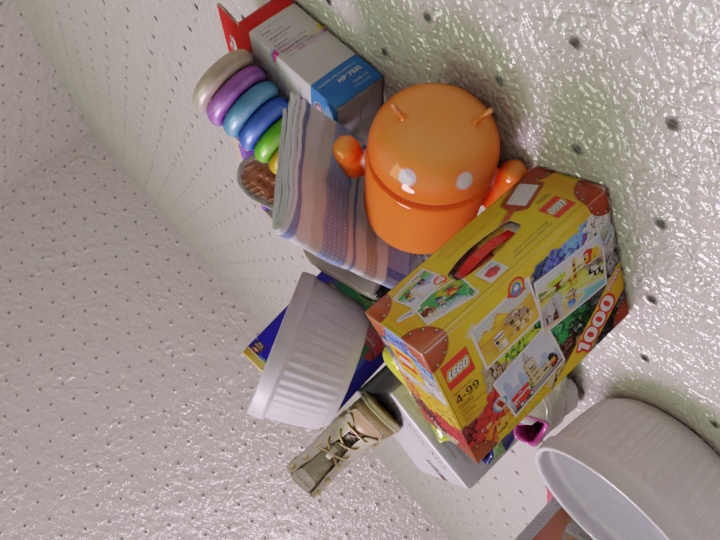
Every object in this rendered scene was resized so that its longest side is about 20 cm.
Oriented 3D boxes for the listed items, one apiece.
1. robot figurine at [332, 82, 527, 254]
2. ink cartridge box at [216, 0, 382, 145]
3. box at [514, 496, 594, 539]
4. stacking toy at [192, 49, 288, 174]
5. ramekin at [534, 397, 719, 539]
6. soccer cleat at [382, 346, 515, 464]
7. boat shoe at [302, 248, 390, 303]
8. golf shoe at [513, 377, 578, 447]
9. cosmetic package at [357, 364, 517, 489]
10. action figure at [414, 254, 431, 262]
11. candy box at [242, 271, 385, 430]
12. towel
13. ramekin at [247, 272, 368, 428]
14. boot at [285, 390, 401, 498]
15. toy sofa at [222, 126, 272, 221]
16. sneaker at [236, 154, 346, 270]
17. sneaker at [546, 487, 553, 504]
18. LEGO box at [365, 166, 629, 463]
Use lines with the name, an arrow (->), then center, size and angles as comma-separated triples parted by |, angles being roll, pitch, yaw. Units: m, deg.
robot figurine -> 0.059, -0.088, 0.593 | 0.144, 0.117, 0.200 | 45, 163, 15
ink cartridge box -> -0.067, -0.219, 0.729 | 0.200, 0.067, 0.116 | 45, 163, 18
box -> 0.292, 0.357, 0.812 | 0.152, 0.200, 0.106 | 44, 163, 17
stacking toy -> -0.085, -0.141, 0.710 | 0.200, 0.085, 0.085 | 45, 164, -4
ramekin -> 0.296, 0.229, 0.688 | 0.200, 0.105, 0.200 | 46, 164, 18
soccer cleat -> 0.102, 0.163, 0.792 | 0.200, 0.084, 0.065 | 36, 176, -9
boat shoe -> 0.000, 0.000, 0.881 | 0.093, 0.075, 0.200 | 43, 178, -43
golf shoe -> 0.194, 0.123, 0.737 | 0.075, 0.092, 0.200 | 15, 143, 44
cosmetic package -> 0.124, 0.183, 0.936 | 0.165, 0.165, 0.200 | 50, 164, 0
action figure -> 0.028, -0.073, 0.802 | 0.200, 0.069, 0.130 | 48, 161, 0
candy box -> -0.054, 0.114, 1.010 | 0.169, 0.200, 0.077 | 43, 172, 5
towel -> -0.008, -0.071, 0.653 | 0.024, 0.147, 0.200 | -12, 154, 37
ramekin -> -0.065, 0.113, 0.867 | 0.105, 0.200, 0.200 | 22, 165, -5
boot -> -0.028, 0.244, 0.901 | 0.072, 0.155, 0.200 | 49, 164, 8
toy sofa -> -0.133, -0.159, 1.015 | 0.098, 0.083, 0.200 | 44, 163, 24
sneaker -> -0.058, -0.073, 0.802 | 0.200, 0.071, 0.080 | 39, -172, 0
sneaker -> 0.328, 0.351, 0.975 | 0.200, 0.074, 0.087 | 48, -149, -45
LEGO box -> 0.123, 0.035, 0.548 | 0.077, 0.200, 0.149 | 32, 157, 49
